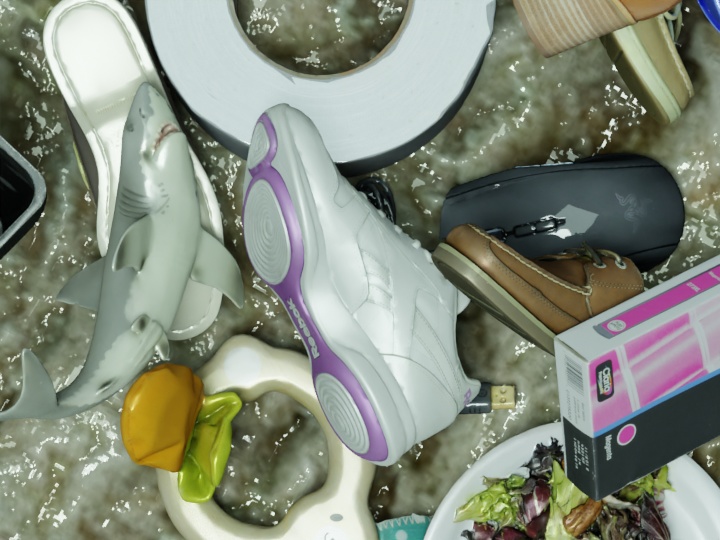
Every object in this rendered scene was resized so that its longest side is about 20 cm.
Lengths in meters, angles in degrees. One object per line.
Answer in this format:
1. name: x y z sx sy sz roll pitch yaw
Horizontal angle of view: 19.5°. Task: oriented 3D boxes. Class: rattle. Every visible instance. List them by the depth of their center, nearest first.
1. rattle: -0.027 0.122 1.133 0.130 0.143 0.200 -41 81 -18

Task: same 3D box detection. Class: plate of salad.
1. plate of salad: 0.127 0.184 1.159 0.198 0.048 0.202 0 87 -8

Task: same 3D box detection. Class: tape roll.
1. tape roll: -0.022 -0.155 1.188 0.198 0.066 0.202 0 85 1

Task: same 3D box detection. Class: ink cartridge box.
1. ink cartridge box: 0.194 0.041 1.133 0.199 0.037 0.095 -26 128 -24

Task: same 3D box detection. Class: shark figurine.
1. shark figurine: -0.142 0.021 1.114 0.089 0.128 0.216 0 50 34

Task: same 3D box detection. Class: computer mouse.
1. computer mouse: 0.091 0.007 1.184 0.198 0.046 0.142 -6 85 -1

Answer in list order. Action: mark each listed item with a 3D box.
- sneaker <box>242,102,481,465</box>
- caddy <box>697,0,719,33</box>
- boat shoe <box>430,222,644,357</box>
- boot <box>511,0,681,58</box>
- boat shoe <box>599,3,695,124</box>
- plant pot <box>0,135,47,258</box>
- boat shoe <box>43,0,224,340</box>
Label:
1. sneaker: 0.000 0.000 1.141 0.099 0.075 0.202 -25 96 -28
2. caddy: 0.273 -0.157 1.169 0.141 0.105 0.200 -40 98 13
3. boat shoe: 0.116 0.015 1.134 0.200 0.072 0.068 35 92 -42
4. boot: 0.127 -0.231 1.117 0.154 0.077 0.201 -28 73 17
5. boat shoe: 0.150 -0.183 1.189 0.063 0.073 0.202 -23 78 3
6. plant pot: -0.289 -0.028 1.122 0.200 0.177 0.200 43 87 4
7. boat shoe: -0.125 -0.061 1.178 0.071 0.060 0.202 -20 102 -1
